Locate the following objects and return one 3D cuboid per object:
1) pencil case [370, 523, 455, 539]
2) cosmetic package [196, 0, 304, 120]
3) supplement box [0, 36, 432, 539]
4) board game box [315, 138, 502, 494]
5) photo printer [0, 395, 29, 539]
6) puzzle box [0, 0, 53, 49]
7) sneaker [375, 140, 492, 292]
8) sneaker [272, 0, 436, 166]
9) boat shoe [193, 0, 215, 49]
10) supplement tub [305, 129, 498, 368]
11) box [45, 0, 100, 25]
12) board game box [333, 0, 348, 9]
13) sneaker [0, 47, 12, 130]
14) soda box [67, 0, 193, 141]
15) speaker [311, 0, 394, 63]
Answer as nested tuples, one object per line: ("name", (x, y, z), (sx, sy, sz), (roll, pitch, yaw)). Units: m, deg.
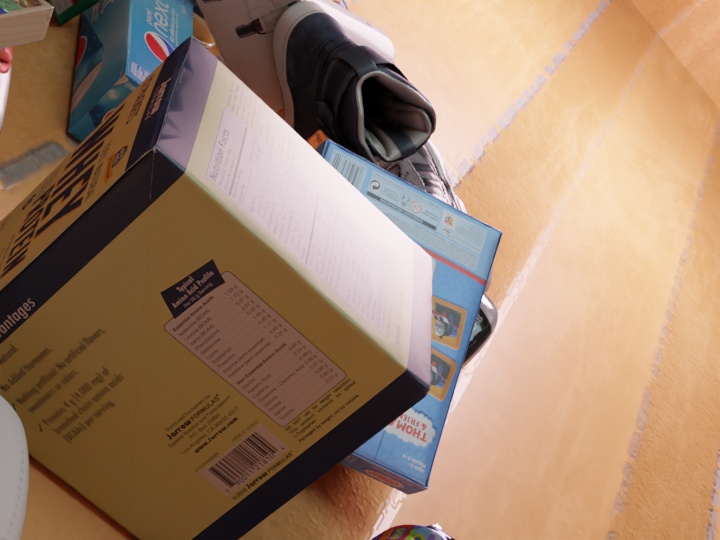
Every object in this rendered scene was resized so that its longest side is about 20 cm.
("pencil case", (0.001, 0.214, 0.910), (0.200, 0.086, 0.079), (-20, 112, -64))
("cosmetic package", (-0.083, -0.207, 1.261), (0.201, 0.082, 0.051), (66, 9, -47))
("supplement box", (-0.096, 0.023, 0.864), (0.200, 0.200, 0.135), (42, 25, -20))
("board game box", (0.005, 0.032, 1.067), (0.150, 0.037, 0.202), (27, 65, -17))
("photo printer", (-0.239, 0.083, 0.687), (0.200, 0.069, 0.167), (42, 25, -19))
("puzzle box", (-0.299, -0.191, 0.923), (0.199, 0.026, 0.133), (36, 30, 15))
("sneaker", (0.040, -0.058, 1.372), (0.201, 0.075, 0.114), (59, 22, 12))
("sneaker", (0.001, -0.103, 1.248), (0.146, 0.077, 0.203), (40, -23, 39))
("boat shoe", (-0.158, -0.281, 1.360), (0.074, 0.062, 0.201), (20, 37, -46))
("supplement tub", (0.000, 0.000, 1.164), (0.200, 0.122, 0.123), (49, 24, -5))
("box", (-0.267, -0.290, 1.135), (0.201, 0.048, 0.117), (57, -7, 10))
("board game box", (-0.079, -0.308, 1.569), (0.135, 0.034, 0.201), (17, 41, -52))
("sneaker", (-0.246, -0.182, 1.004), (0.067, 0.108, 0.203), (26, 34, -43))
("soda box", (-0.170, -0.163, 1.160), (0.064, 0.068, 0.201), (36, 28, -29))
("speaker", (-0.058, -0.224, 1.432), (0.199, 0.081, 0.082), (22, 36, -48))
